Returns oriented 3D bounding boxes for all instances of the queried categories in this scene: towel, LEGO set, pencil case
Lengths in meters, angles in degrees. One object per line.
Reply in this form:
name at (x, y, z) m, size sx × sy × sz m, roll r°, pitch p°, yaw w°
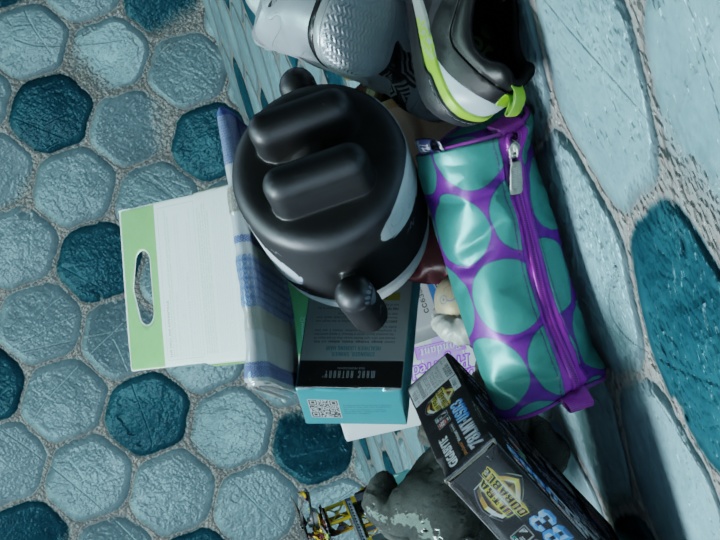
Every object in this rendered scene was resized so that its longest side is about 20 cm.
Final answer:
towel at (-0.076, -0.006, 1.143) m, size 0.147 × 0.024 × 0.202 m, roll 45°, pitch -143°, yaw -80°
LEGO set at (-0.008, 0.306, 1.453) m, size 0.154 × 0.115 × 0.201 m, roll 79°, pitch 169°, yaw -53°
pencil case at (0.101, -0.005, 1.050) m, size 0.092 × 0.084 × 0.202 m, roll -1°, pitch 109°, yaw 66°

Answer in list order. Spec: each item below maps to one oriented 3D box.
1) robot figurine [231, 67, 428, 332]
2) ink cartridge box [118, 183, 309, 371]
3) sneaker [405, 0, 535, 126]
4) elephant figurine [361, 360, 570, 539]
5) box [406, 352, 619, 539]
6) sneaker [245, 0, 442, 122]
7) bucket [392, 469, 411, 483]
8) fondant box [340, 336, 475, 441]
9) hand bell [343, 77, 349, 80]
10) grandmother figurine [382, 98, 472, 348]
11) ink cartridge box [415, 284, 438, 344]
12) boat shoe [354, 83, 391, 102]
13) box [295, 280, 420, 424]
robot figurine at (-0.020, -0.050, 1.078) m, size 0.200 × 0.124 × 0.151 m, roll 61°, pitch -130°, yaw -68°
ink cartridge box at (-0.121, 0.007, 1.300) m, size 0.199 × 0.048 × 0.147 m, roll -9°, pitch 84°, yaw 46°
sneaker at (0.070, -0.191, 0.996) m, size 0.083 × 0.071 × 0.202 m, roll -22°, pitch 79°, yaw 48°
elephant figurine at (0.097, 0.141, 1.266) m, size 0.154 × 0.201 × 0.142 m, roll 22°, pitch 164°, yaw 36°
box at (0.122, 0.165, 1.080) m, size 0.200 × 0.050 × 0.199 m, roll 47°, pitch -173°, yaw -14°
sneaker at (0.000, -0.166, 1.087) m, size 0.114 × 0.076 × 0.199 m, roll 27°, pitch -174°, yaw 33°
bucket at (0.113, 0.255, 1.414) m, size 0.207 × 0.134 × 0.209 m, roll 161°, pitch 90°, yaw -82°
fondant box at (0.031, 0.044, 1.444) m, size 0.058 × 0.143 × 0.202 m, roll -79°, pitch -26°, yaw -69°
hand bell at (0.025, -0.152, 1.373) m, size 0.201 × 0.104 × 0.104 m, roll 61°, pitch 177°, yaw -19°
grandmother figurine at (0.058, -0.037, 1.172) m, size 0.060 × 0.121 × 0.202 m, roll 7°, pitch -118°, yaw -48°
ink cartridge box at (0.000, 0.000, 1.341) m, size 0.086 × 0.198 × 0.148 m, roll 40°, pitch -150°, yaw -81°
boat shoe at (-0.002, -0.114, 1.260) m, size 0.072 × 0.071 × 0.201 m, roll 54°, pitch -135°, yaw -42°
box at (0.004, 0.023, 1.220) m, size 0.049 × 0.081 × 0.201 m, roll 78°, pitch -165°, yaw -51°
